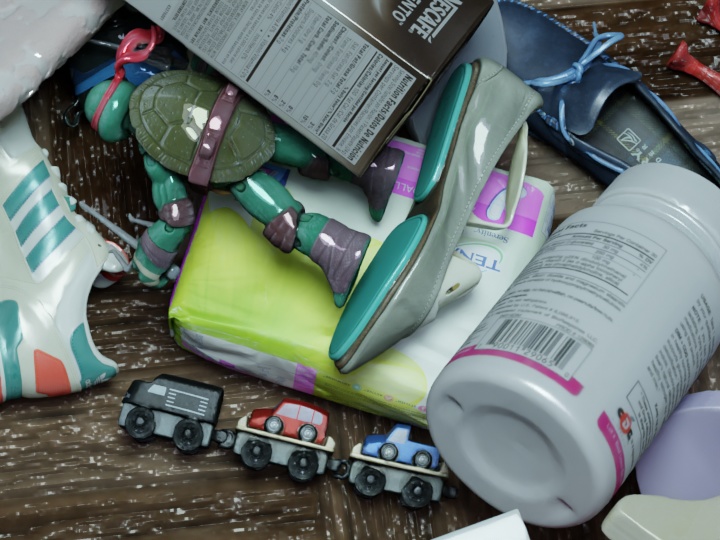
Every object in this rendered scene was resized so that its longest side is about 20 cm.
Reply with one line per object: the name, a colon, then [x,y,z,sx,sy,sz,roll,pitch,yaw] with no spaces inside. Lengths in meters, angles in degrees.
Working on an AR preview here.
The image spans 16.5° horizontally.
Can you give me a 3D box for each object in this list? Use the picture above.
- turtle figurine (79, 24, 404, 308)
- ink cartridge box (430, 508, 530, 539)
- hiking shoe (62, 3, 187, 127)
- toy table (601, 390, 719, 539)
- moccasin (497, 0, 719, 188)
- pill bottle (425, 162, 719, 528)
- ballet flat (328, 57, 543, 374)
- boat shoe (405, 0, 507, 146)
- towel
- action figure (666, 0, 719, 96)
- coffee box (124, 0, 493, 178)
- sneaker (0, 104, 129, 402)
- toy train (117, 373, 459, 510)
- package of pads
turtle figurine: [-0.083,-0.061,1.364,0.199,0.101,0.150,22,74,2]
ink cartridge box: [0.049,0.195,1.308,0.175,0.200,0.084,-19,75,-8]
hiking shoe: [-0.080,-0.135,1.472,0.199,0.074,0.087,-4,101,-8]
toy table: [0.228,0.161,1.342,0.199,0.184,0.117,25,33,10]
moccasin: [0.148,-0.100,1.465,0.200,0.068,0.081,37,76,9]
pill bottle: [0.132,0.036,1.362,0.113,0.113,0.200,37,53,7]
ballet flat: [0.049,-0.023,1.372,0.064,0.067,0.201,28,73,-14]
boat shoe: [0.036,-0.161,1.435,0.073,0.065,0.201,-20,121,-25]
towel: [-0.218,-0.167,1.413,0.190,0.032,0.200,17,49,28]
action figure: [0.286,-0.100,1.463,0.200,0.099,0.065,32,75,3]
coffee box: [-0.041,-0.157,1.345,0.200,0.080,0.113,36,34,-1]
sneaker: [-0.182,-0.022,1.428,0.093,0.070,0.201,-3,77,-11]
toy train: [-0.039,0.096,1.415,0.199,0.034,0.046,14,80,1]
package of pads: [0.000,0.000,1.428,0.199,0.068,0.155,16,74,2]
